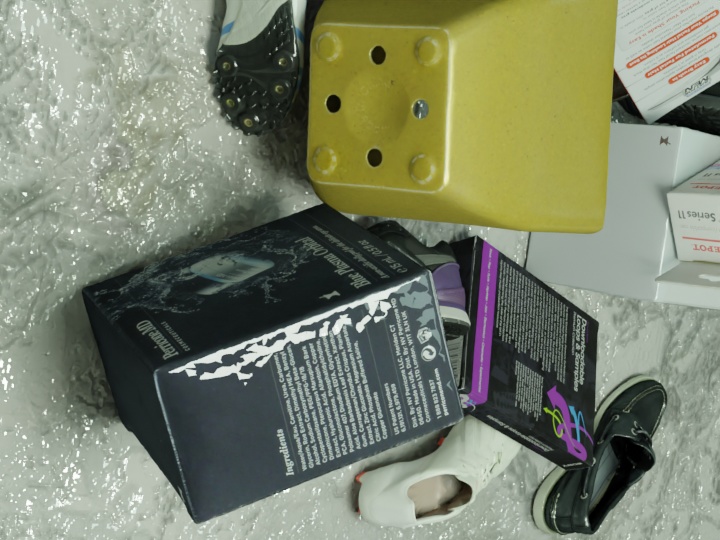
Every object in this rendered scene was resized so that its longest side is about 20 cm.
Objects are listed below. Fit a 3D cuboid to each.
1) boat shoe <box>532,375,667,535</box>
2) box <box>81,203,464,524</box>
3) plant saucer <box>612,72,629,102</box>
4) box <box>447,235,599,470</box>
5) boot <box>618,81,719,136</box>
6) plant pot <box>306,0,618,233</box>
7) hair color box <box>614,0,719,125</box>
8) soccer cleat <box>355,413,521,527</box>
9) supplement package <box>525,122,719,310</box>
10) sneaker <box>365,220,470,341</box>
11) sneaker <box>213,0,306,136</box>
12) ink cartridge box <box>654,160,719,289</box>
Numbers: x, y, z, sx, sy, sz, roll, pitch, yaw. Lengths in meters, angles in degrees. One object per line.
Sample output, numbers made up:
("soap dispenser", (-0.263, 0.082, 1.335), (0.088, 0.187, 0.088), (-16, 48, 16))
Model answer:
("boat shoe", (0.244, 0.176, 1.688), (0.199, 0.066, 0.075), (-40, 122, -32))
("box", (-0.065, 0.056, 1.237), (0.199, 0.197, 0.118), (-21, 112, -17))
("plant saucer", (0.218, -0.225, 1.554), (0.200, 0.037, 0.201), (-17, 144, -13))
("box", (0.141, 0.076, 1.563), (0.200, 0.036, 0.144), (32, 55, -41))
("boot", (0.347, -0.225, 1.656), (0.201, 0.164, 0.066), (-65, 154, -14))
("plant pot", (0.061, -0.123, 1.333), (0.200, 0.195, 0.195), (-12, 106, -59))
("hair color box", (0.245, -0.218, 1.495), (0.111, 0.064, 0.200), (-31, 143, 9))
("soccer cleat", (0.083, 0.173, 1.523), (0.200, 0.077, 0.070), (-22, 112, -40))
("supplement package", (0.277, -0.048, 1.621), (0.200, 0.150, 0.152), (7, 92, -45))
("sneaker", (0.000, 0.000, 1.433), (0.200, 0.076, 0.088), (14, 63, -41))
("sneaker", (-0.068, -0.199, 1.321), (0.072, 0.072, 0.201), (-44, 139, -67))
("ink cartridge box", (0.338, -0.053, 1.491), (0.200, 0.117, 0.068), (-30, 115, -38))
